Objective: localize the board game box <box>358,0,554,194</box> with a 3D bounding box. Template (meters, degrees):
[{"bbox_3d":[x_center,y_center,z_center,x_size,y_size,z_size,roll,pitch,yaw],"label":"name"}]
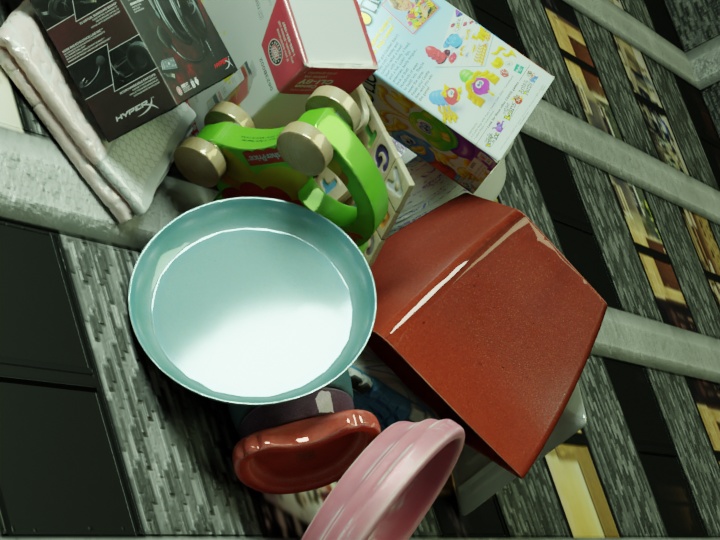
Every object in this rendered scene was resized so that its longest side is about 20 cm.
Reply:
[{"bbox_3d":[0.061,-0.181,1.764,0.200,0.105,0.103,35,-19,0],"label":"board game box"}]

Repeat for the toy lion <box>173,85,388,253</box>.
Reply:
[{"bbox_3d":[-0.054,-0.056,1.621,0.192,0.199,0.069,57,50,-28],"label":"toy lion"}]

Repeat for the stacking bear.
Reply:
[{"bbox_3d":[-0.067,0.073,1.572,0.114,0.121,0.201,91,-16,-61],"label":"stacking bear"}]

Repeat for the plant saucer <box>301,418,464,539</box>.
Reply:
[{"bbox_3d":[0.008,0.197,1.534,0.051,0.201,0.200,36,19,14],"label":"plant saucer"}]

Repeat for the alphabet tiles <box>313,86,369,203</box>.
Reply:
[{"bbox_3d":[-0.056,-0.143,1.724,0.015,0.195,0.201,-4,67,-37],"label":"alphabet tiles"}]

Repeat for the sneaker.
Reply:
[{"bbox_3d":[0.011,0.108,1.753,0.200,0.075,0.087,42,26,-42],"label":"sneaker"}]

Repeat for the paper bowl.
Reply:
[{"bbox_3d":[0.066,-0.099,1.912,0.105,0.200,0.201,55,25,-19],"label":"paper bowl"}]

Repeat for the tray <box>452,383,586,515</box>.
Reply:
[{"bbox_3d":[0.141,0.148,1.843,0.022,0.200,0.108,13,51,-33],"label":"tray"}]

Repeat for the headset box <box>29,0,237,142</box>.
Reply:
[{"bbox_3d":[-0.200,-0.223,1.557,0.201,0.077,0.149,63,22,-7],"label":"headset box"}]

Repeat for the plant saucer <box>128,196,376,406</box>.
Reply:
[{"bbox_3d":[-0.087,0.028,1.523,0.027,0.199,0.201,98,-15,-55],"label":"plant saucer"}]

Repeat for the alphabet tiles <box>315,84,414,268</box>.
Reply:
[{"bbox_3d":[-0.021,-0.063,1.705,0.008,0.200,0.168,0,46,-31],"label":"alphabet tiles"}]

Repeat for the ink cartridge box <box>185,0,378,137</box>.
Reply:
[{"bbox_3d":[-0.087,-0.194,1.677,0.083,0.200,0.146,-5,69,-37],"label":"ink cartridge box"}]

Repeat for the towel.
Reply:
[{"bbox_3d":[-0.218,-0.158,1.590,0.191,0.032,0.200,55,24,-19],"label":"towel"}]

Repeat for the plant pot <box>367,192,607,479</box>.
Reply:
[{"bbox_3d":[0.106,0.042,1.754,0.200,0.176,0.200,45,-7,-22],"label":"plant pot"}]
